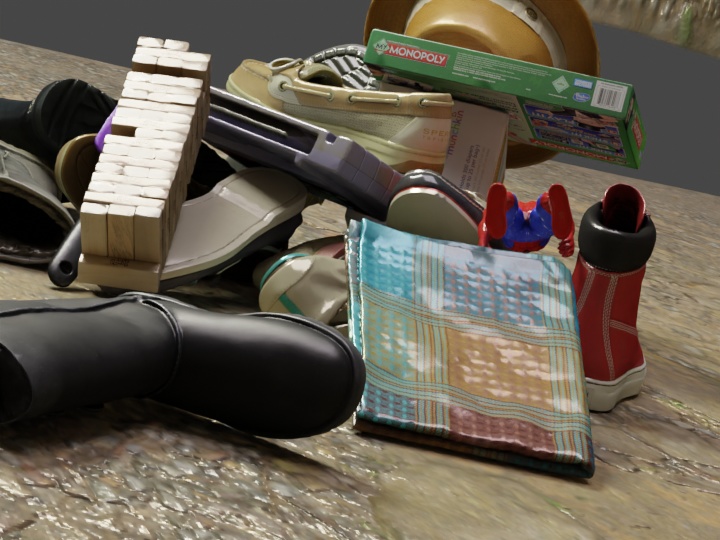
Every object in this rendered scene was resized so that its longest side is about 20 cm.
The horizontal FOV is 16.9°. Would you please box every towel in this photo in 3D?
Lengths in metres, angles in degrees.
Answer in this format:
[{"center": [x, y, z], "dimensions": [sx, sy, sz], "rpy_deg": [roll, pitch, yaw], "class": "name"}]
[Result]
[{"center": [0.063, 0.041, 1.424], "dimensions": [0.146, 0.022, 0.200], "rpy_deg": [12, 33, -9], "class": "towel"}]

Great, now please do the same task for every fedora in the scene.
[{"center": [0.092, -0.157, 1.928], "dimensions": [0.199, 0.202, 0.082], "rpy_deg": [14, 30, 6], "class": "fedora"}]

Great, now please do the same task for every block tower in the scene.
[{"center": [-0.139, -0.073, 1.597], "dimensions": [0.054, 0.058, 0.201], "rpy_deg": [7, 42, 3], "class": "block tower"}]

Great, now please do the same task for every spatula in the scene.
[{"center": [-0.169, -0.051, 1.628], "dimensions": [0.056, 0.021, 0.200], "rpy_deg": [43, 35, -14], "class": "spatula"}]

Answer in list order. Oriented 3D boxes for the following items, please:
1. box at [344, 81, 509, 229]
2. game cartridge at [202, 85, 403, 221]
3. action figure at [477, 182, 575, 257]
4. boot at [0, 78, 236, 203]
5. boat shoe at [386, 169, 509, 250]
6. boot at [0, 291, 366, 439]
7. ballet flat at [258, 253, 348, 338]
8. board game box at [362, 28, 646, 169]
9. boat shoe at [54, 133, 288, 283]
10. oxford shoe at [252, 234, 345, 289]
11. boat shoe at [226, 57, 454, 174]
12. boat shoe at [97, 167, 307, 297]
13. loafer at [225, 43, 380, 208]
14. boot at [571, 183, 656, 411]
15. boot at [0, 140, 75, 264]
[{"center": [0.053, -0.059, 1.878], "dimensions": [0.101, 0.113, 0.200], "rpy_deg": [14, -11, 5], "class": "box"}, {"center": [-0.056, -0.086, 1.722], "dimensions": [0.199, 0.039, 0.130], "rpy_deg": [23, -10, 34], "class": "game cartridge"}, {"center": [0.108, -0.028, 1.589], "dimensions": [0.065, 0.052, 0.200], "rpy_deg": [-4, -1, 4], "class": "action figure"}, {"center": [-0.189, -0.074, 1.857], "dimensions": [0.200, 0.077, 0.168], "rpy_deg": [34, -15, -20], "class": "boot"}, {"center": [0.075, -0.020, 1.705], "dimensions": [0.071, 0.063, 0.200], "rpy_deg": [-4, -30, 27], "class": "boat shoe"}, {"center": [-0.113, 0.047, 1.192], "dimensions": [0.164, 0.066, 0.200], "rpy_deg": [8, 1, 28], "class": "boot"}, {"center": [0.008, 0.028, 1.597], "dimensions": [0.069, 0.070, 0.199], "rpy_deg": [19, 11, 33], "class": "ballet flat"}, {"center": [0.110, -0.127, 1.817], "dimensions": [0.199, 0.029, 0.135], "rpy_deg": [14, -9, 14], "class": "board game box"}, {"center": [-0.144, -0.041, 1.735], "dimensions": [0.199, 0.074, 0.066], "rpy_deg": [29, -13, -36], "class": "boat shoe"}, {"center": [0.000, 0.000, 1.724], "dimensions": [0.073, 0.071, 0.200], "rpy_deg": [9, 2, 31], "class": "oxford shoe"}, {"center": [-0.014, -0.124, 1.758], "dimensions": [0.073, 0.064, 0.200], "rpy_deg": [1, 18, -47], "class": "boat shoe"}, {"center": [-0.109, -0.011, 1.637], "dimensions": [0.072, 0.063, 0.200], "rpy_deg": [31, 34, 24], "class": "boat shoe"}, {"center": [-0.049, -0.093, 1.900], "dimensions": [0.075, 0.200, 0.070], "rpy_deg": [49, 7, 29], "class": "loafer"}, {"center": [0.173, 0.010, 1.668], "dimensions": [0.072, 0.145, 0.200], "rpy_deg": [14, 7, 8], "class": "boot"}, {"center": [-0.282, -0.059, 1.686], "dimensions": [0.181, 0.073, 0.200], "rpy_deg": [14, 14, -7], "class": "boot"}]
